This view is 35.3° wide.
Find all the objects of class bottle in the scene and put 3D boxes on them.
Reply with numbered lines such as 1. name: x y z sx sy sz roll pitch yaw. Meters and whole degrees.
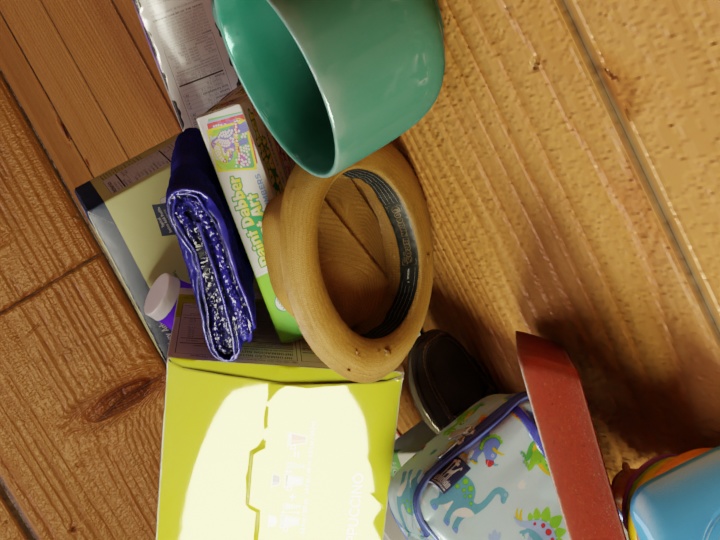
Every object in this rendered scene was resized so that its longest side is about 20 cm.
1. bottle: -0.132 0.068 1.188 0.199 0.085 0.065 30 159 -29

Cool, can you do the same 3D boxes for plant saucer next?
1. plant saucer: 0.151 0.141 0.777 0.200 0.036 0.203 -10 -95 -82

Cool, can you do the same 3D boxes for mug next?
1. mug: -0.022 -0.170 0.771 0.186 0.114 0.152 55 163 14

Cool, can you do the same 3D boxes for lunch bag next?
1. lunch bag: 0.129 0.207 0.907 0.202 0.160 0.082 58 158 -6

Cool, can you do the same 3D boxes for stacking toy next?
1. stacking toy: 0.208 0.160 0.732 0.200 0.108 0.118 173 75 -83

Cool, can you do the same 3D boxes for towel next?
1. towel: -0.120 -0.031 0.946 0.200 0.049 0.150 -110 7 -68

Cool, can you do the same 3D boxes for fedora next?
1. fedora: -0.019 -0.011 0.889 0.081 0.201 0.203 0 124 37

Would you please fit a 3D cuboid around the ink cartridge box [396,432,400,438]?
1. ink cartridge box: 0.024 0.269 1.446 0.117 0.067 0.201 49 160 28

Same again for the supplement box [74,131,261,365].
1. supplement box: -0.180 -0.040 1.257 0.202 0.198 0.134 66 168 -21

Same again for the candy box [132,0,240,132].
1. candy box: -0.171 -0.229 1.092 0.168 0.071 0.202 -118 9 -52

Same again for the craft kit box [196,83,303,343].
1. craft kit box: -0.069 -0.067 0.999 0.198 0.048 0.202 -66 -41 -68

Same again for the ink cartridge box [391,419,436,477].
1. ink cartridge box: 0.116 0.244 1.120 0.202 0.084 0.146 59 163 0

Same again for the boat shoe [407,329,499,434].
1. boat shoe: 0.113 0.137 0.999 0.073 0.074 0.201 -4 123 57

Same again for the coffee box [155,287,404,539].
1. coffee box: -0.078 0.144 1.017 0.198 0.197 0.203 -111 27 -73

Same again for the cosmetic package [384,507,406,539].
1. cosmetic package: 0.072 0.331 1.363 0.074 0.101 0.201 47 160 34
